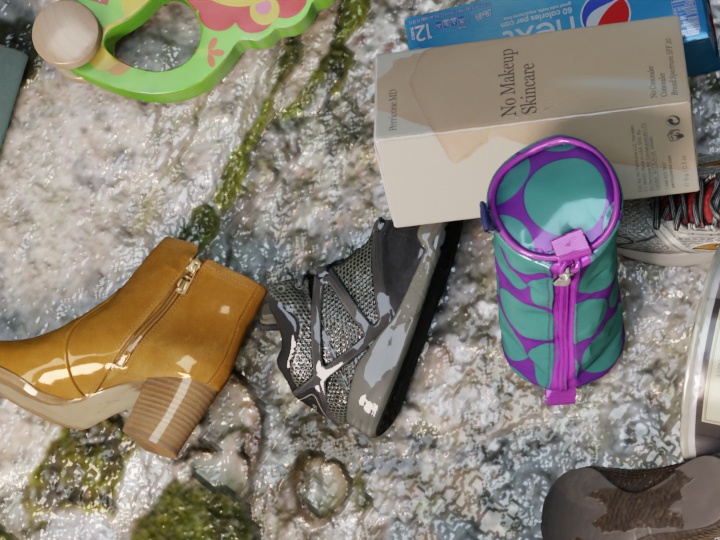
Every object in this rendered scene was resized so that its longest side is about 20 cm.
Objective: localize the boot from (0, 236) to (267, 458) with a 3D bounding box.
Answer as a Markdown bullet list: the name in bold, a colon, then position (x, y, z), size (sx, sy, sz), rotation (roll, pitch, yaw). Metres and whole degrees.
- **boot**: position (-0.170, 0.039, 1.626), size (0.201, 0.071, 0.144), rotation (17, 70, 26)

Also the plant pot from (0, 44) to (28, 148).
- **plant pot**: position (-0.372, -0.080, 1.638), size (0.196, 0.196, 0.200), rotation (9, 89, 17)

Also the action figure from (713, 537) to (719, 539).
- **action figure**: position (0.255, 0.188, 1.453), size (0.200, 0.102, 0.119), rotation (-3, 89, 13)

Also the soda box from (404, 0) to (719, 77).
- **soda box**: position (0.136, -0.151, 1.574), size (0.200, 0.068, 0.064), rotation (-11, 73, 13)

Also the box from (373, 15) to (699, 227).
- **box**: position (0.112, -0.095, 1.505), size (0.200, 0.078, 0.095), rotation (-8, 43, 7)

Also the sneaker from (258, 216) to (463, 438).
- **sneaker**: position (0.000, 0.000, 1.574), size (0.114, 0.076, 0.200), rotation (22, 90, 12)

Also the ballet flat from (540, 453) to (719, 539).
- **ballet flat**: position (0.182, 0.148, 1.465), size (0.200, 0.046, 0.067), rotation (-23, 66, 55)

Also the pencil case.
- **pencil case**: position (0.123, 0.002, 1.475), size (0.085, 0.200, 0.093), rotation (-6, 62, 4)

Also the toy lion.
- **toy lion**: position (-0.111, -0.210, 1.663), size (0.191, 0.069, 0.200), rotation (18, 84, 10)

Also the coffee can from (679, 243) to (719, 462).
- **coffee can**: position (0.310, 0.066, 1.440), size (0.200, 0.146, 0.147), rotation (11, 81, 17)

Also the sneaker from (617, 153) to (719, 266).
- **sneaker**: position (0.239, -0.048, 1.517), size (0.200, 0.082, 0.078), rotation (-2, 79, 16)
